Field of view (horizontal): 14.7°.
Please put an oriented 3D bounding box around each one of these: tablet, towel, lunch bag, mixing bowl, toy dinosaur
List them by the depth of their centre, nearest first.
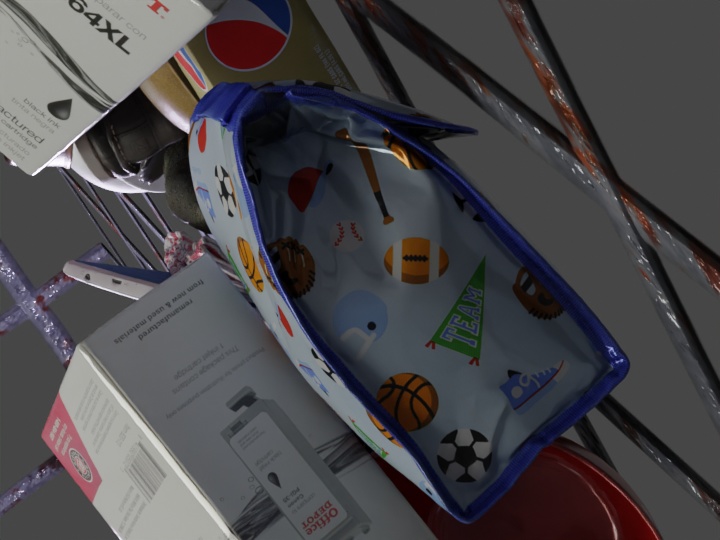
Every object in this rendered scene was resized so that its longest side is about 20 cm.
[{"bbox_3d":[0.008,-0.008,1.235,0.200,0.124,0.170,47,175,-9],"label":"lunch bag"},{"bbox_3d":[0.075,0.158,1.434,0.201,0.200,0.108,54,-160,-4],"label":"mixing bowl"},{"bbox_3d":[-0.073,-0.056,1.551,0.200,0.102,0.077,55,177,49],"label":"toy dinosaur"},{"bbox_3d":[-0.033,0.003,1.561,0.145,0.030,0.200,12,-177,-9],"label":"towel"},{"bbox_3d":[-0.057,0.019,1.564,0.130,0.014,0.200,15,-176,37],"label":"tablet"}]

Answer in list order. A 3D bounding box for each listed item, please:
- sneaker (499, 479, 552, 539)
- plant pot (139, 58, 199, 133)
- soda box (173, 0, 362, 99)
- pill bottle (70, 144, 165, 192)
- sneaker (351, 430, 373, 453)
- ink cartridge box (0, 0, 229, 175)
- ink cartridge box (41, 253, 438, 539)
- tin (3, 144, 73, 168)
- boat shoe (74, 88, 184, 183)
[{"bbox_3d":[0.083,0.106,1.522,0.200,0.074,0.082,45,165,2],"label":"sneaker"},{"bbox_3d":[-0.117,-0.149,1.469,0.201,0.027,0.200,58,-170,-16],"label":"plant pot"},{"bbox_3d":[-0.080,-0.150,1.338,0.200,0.064,0.068,57,172,-31],"label":"soda box"},{"bbox_3d":[-0.154,-0.113,1.781,0.112,0.111,0.200,56,172,-25],"label":"pill bottle"},{"bbox_3d":[-0.033,0.091,1.526,0.199,0.076,0.115,-162,75,-73],"label":"sneaker"},{"bbox_3d":[-0.139,-0.148,1.238,0.146,0.084,0.200,41,147,-10],"label":"ink cartridge box"},{"bbox_3d":[-0.054,0.113,1.324,0.200,0.083,0.147,51,156,8],"label":"ink cartridge box"},{"bbox_3d":[-0.173,-0.128,1.478,0.200,0.042,0.113,-108,15,-61],"label":"tin"},{"bbox_3d":[-0.129,-0.125,1.544,0.201,0.057,0.067,-100,-15,-47],"label":"boat shoe"}]
